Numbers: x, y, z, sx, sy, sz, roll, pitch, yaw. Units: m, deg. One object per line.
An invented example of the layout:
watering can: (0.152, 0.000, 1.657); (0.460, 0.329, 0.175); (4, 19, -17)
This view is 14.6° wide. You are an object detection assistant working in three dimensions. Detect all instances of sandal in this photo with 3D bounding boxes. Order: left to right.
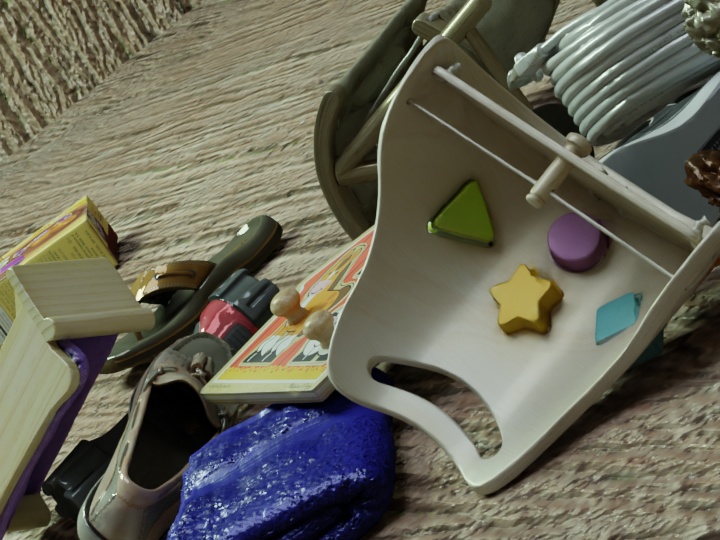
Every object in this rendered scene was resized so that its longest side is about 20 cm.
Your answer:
sandal: (-0.138, 0.011, 2.148); (0.200, 0.055, 0.082); (-43, 15, -28)

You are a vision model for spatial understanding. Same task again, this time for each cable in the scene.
cable: (0.206, -0.145, 1.671); (0.199, 0.070, 0.200); (-23, -5, -31)

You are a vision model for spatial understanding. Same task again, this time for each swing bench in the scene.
swing bench: (0.072, -0.139, 1.969); (0.199, 0.130, 0.199); (-28, 16, 33)

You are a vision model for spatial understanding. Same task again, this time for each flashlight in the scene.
flashlight: (-0.123, 0.088, 1.833); (0.068, 0.068, 0.200); (27, 64, 40)

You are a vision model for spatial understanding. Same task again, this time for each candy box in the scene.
candy box: (-0.316, 0.019, 2.583); (0.199, 0.057, 0.117); (-34, 13, 3)

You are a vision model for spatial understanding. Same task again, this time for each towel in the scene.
towel: (-0.048, 0.118, 1.551); (0.147, 0.050, 0.200); (-35, 13, 9)

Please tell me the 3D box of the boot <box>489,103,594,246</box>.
boot: (0.042, -0.016, 1.783); (0.200, 0.064, 0.186); (-31, 11, 42)

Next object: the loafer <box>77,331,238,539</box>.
loafer: (-0.112, 0.098, 1.715); (0.063, 0.072, 0.200); (-61, 2, 39)

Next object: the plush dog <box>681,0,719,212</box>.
plush dog: (0.250, -0.085, 1.362); (0.200, 0.160, 0.172); (-18, 41, 55)

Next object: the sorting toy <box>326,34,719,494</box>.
sorting toy: (0.075, 0.013, 1.430); (0.180, 0.200, 0.107); (-53, -31, -3)

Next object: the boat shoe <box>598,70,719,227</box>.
boat shoe: (0.167, -0.054, 1.565); (0.200, 0.070, 0.066); (-45, 8, -34)

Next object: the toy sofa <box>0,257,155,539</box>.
toy sofa: (-0.208, 0.094, 1.823); (0.082, 0.098, 0.201); (-5, -43, -42)

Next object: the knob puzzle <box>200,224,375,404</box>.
knob puzzle: (0.000, 0.000, 1.663); (0.219, 0.030, 0.220); (-38, 14, 11)
